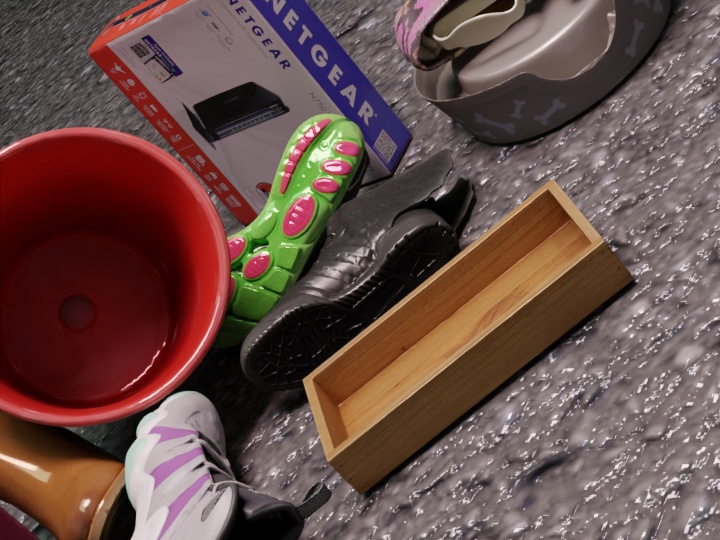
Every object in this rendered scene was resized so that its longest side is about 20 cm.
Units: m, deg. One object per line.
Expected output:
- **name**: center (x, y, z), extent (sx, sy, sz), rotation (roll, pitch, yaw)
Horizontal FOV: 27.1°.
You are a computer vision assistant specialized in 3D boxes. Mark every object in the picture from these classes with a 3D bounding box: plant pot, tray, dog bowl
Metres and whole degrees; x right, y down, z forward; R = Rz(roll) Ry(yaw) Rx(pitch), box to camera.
- **plant pot**: center (-0.195, 0.019, 1.041), extent (0.201, 0.200, 0.177), rotation (-49, 0, -15)
- **tray**: center (0.059, 0.038, 0.884), extent (0.200, 0.037, 0.099), rotation (-38, 25, 7)
- **dog bowl**: center (0.135, -0.173, 1.077), extent (0.200, 0.059, 0.200), rotation (-33, 28, 20)

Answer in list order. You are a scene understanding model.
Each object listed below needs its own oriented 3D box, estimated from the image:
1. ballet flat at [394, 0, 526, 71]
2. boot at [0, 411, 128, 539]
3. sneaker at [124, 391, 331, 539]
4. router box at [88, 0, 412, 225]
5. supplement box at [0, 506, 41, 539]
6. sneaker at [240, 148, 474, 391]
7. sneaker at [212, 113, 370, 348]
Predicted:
- **ballet flat**: center (0.108, -0.206, 1.037), extent (0.200, 0.069, 0.071), rotation (-38, 43, 19)
- **boot**: center (-0.230, 0.124, 0.980), extent (0.077, 0.155, 0.200), rotation (-64, 14, 3)
- **sneaker**: center (-0.075, 0.139, 0.882), extent (0.139, 0.078, 0.201), rotation (-26, 39, 28)
- **router box**: center (-0.088, -0.140, 1.178), extent (0.179, 0.200, 0.049), rotation (-16, 34, 43)
- **supplement box**: center (-0.249, 0.180, 0.909), extent (0.086, 0.200, 0.110), rotation (-53, 27, -20)
- **sneaker**: center (-0.002, -0.002, 1.011), extent (0.199, 0.060, 0.104), rotation (-36, 27, 1)
- **sneaker**: center (-0.054, -0.021, 1.113), extent (0.200, 0.077, 0.084), rotation (-52, -20, 6)
